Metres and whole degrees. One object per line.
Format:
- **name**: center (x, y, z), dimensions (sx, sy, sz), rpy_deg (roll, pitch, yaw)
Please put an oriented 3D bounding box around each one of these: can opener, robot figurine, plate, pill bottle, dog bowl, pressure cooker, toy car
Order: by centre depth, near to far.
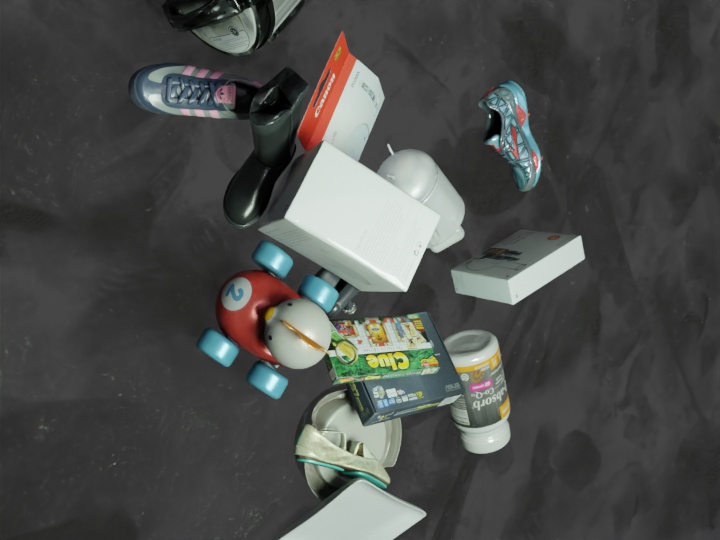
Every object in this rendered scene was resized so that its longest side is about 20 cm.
- **pressure cooker**: center (-0.164, -0.380, 1.034), dimensions (0.177, 0.177, 0.202), rpy_deg (32, 63, 3)
- **toy car**: center (-0.110, 0.075, 1.132), dimensions (0.176, 0.199, 0.186), rpy_deg (36, 79, -19)
- **can opener**: center (0.000, 0.000, 1.303), dimensions (0.199, 0.063, 0.080), rpy_deg (-42, 119, -23)
- **robot figurine**: center (0.096, -0.117, 1.314), dimensions (0.112, 0.172, 0.200), rpy_deg (-31, 131, 17)
- **plate**: center (-0.019, 0.415, 1.323), dimensions (0.199, 0.033, 0.199), rpy_deg (-39, 134, 14)
- **dog bowl**: center (-0.025, 0.284, 1.338), dimensions (0.197, 0.058, 0.205), rpy_deg (-7, 101, -35)
- **pill bottle**: center (0.211, 0.221, 1.468), dimensions (0.115, 0.115, 0.204), rpy_deg (-27, 113, -30)

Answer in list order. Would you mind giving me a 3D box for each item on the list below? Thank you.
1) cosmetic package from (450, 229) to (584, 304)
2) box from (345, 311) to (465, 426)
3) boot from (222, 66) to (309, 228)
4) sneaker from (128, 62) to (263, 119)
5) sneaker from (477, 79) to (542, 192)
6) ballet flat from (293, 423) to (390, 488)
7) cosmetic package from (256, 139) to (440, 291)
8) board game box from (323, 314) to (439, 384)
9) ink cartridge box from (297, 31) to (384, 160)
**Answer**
- **cosmetic package**: center (0.285, -0.011, 1.460), dimensions (0.198, 0.149, 0.053), rpy_deg (-28, 114, -30)
- **box**: center (0.061, 0.158, 1.330), dimensions (0.197, 0.051, 0.160), rpy_deg (-5, 59, -36)
- **boot**: center (-0.133, -0.160, 1.092), dimensions (0.065, 0.200, 0.167), rpy_deg (27, 72, -4)
- **sneaker**: center (-0.210, -0.243, 1.091), dimensions (0.196, 0.081, 0.072), rpy_deg (-5, 101, -36)
- **sneaker**: center (0.262, -0.234, 1.462), dimensions (0.094, 0.079, 0.204), rpy_deg (-23, 103, -21)
- **ballet flat**: center (-0.020, 0.291, 1.269), dimensions (0.198, 0.067, 0.064), rpy_deg (30, 65, -37)
- **cosmetic package**: center (-0.023, -0.071, 1.155), dimensions (0.197, 0.199, 0.125), rpy_deg (29, 80, -16)
- **board game box**: center (0.028, 0.123, 1.284), dimensions (0.196, 0.024, 0.106), rpy_deg (-2, 57, -33)
- **ink cartridge box**: center (-0.024, -0.230, 1.185), dimensions (0.200, 0.046, 0.163), rpy_deg (54, 58, -76)
